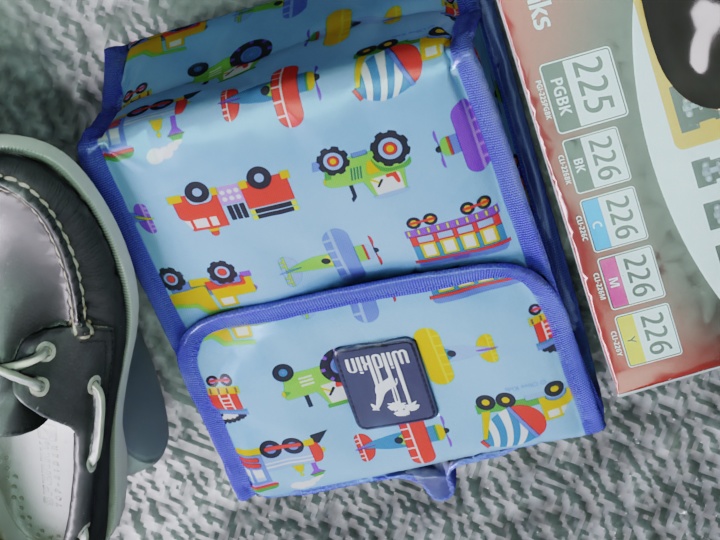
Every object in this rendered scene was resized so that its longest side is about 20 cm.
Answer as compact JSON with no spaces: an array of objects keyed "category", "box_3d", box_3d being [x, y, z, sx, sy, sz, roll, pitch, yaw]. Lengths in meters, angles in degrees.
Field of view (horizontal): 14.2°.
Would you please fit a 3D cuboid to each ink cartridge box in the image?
[{"category":"ink cartridge box","box_3d":[0.146,-0.081,1.046,0.175,0.084,0.201,-17,105,6]}]

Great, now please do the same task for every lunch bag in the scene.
[{"category":"lunch bag","box_3d":[0.000,0.000,1.110,0.150,0.094,0.201,-14,117,11]}]

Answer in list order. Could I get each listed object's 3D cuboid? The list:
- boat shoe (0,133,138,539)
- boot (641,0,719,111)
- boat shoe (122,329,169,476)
[{"category":"boat shoe","box_3d":[-0.126,0.044,1.072,0.074,0.060,0.201,12,129,11]},{"category":"boot","box_3d":[0.096,-0.124,0.903,0.077,0.138,0.201,12,121,25]},{"category":"boat shoe","box_3d":[-0.156,0.007,1.142,0.068,0.074,0.200,-32,107,26]}]
